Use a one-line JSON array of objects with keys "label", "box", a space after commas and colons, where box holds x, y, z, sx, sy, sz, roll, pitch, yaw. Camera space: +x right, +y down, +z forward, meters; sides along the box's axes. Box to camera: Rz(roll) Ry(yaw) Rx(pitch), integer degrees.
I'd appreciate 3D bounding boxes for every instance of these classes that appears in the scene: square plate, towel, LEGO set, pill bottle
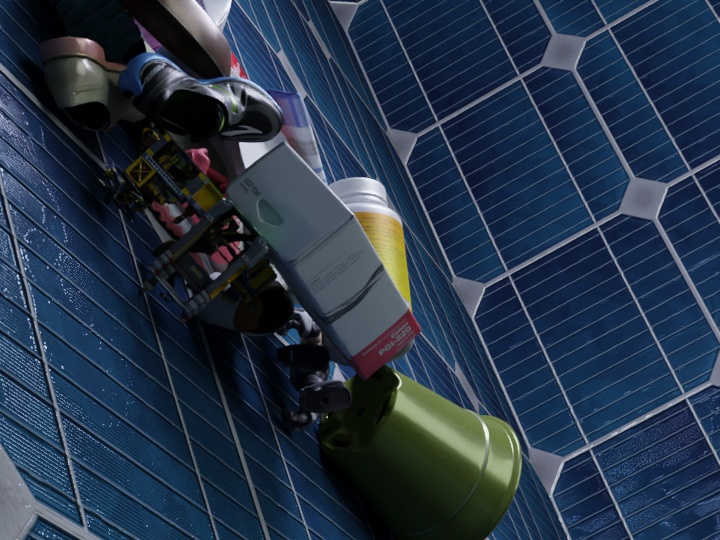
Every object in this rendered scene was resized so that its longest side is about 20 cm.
[{"label": "square plate", "box": [-0.110, -0.125, 1.747, 0.200, 0.028, 0.200, 50, 17, -50]}, {"label": "towel", "box": [-0.084, -0.122, 1.922, 0.146, 0.024, 0.202, 17, -54, 59]}, {"label": "LEGO set", "box": [-0.176, -0.027, 1.500, 0.200, 0.116, 0.154, 49, -10, -1]}, {"label": "pill bottle", "box": [0.000, 0.000, 1.807, 0.109, 0.108, 0.202, 46, 34, -59]}]

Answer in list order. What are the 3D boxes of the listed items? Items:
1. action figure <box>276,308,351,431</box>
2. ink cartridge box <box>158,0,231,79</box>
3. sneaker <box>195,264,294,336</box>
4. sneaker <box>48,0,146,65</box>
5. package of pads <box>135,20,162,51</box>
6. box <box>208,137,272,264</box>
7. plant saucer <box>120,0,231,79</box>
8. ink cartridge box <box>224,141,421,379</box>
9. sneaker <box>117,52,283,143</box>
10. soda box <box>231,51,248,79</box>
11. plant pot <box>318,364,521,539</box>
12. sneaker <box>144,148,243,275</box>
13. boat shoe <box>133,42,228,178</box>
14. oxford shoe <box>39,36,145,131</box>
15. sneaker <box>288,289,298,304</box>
[{"label": "action figure", "box": [-0.057, 0.105, 1.676, 0.200, 0.068, 0.132, 173, -94, -84]}, {"label": "ink cartridge box", "box": [-0.187, -0.246, 1.891, 0.201, 0.050, 0.162, 66, -34, 36]}, {"label": "sneaker", "box": [-0.101, 0.039, 1.656, 0.084, 0.074, 0.200, 19, 10, 13]}, {"label": "sneaker", "box": [-0.281, -0.272, 1.666, 0.201, 0.074, 0.088, 60, 4, -9]}, {"label": "package of pads", "box": [-0.274, -0.318, 1.817, 0.121, 0.075, 0.200, 61, 9, -21]}, {"label": "box", "box": [-0.140, -0.080, 1.817, 0.201, 0.081, 0.069, 61, 26, -19]}, {"label": "plant saucer", "box": [-0.200, -0.268, 1.622, 0.200, 0.035, 0.200, 42, -8, 7]}, {"label": "ink cartridge box", "box": [-0.036, -0.009, 1.563, 0.146, 0.085, 0.200, 47, -6, 42]}, {"label": "sneaker", "box": [-0.152, -0.154, 1.559, 0.199, 0.071, 0.083, 13, 36, -50]}, {"label": "soda box", "box": [-0.181, -0.214, 2.048, 0.064, 0.069, 0.201, 58, 10, -23]}, {"label": "plant pot", "box": [0.053, 0.209, 1.840, 0.190, 0.200, 0.201, 40, 19, -31]}, {"label": "sneaker", "box": [-0.150, -0.048, 1.679, 0.201, 0.086, 0.074, 55, 12, -38]}, {"label": "boat shoe", "box": [-0.221, -0.163, 1.719, 0.203, 0.063, 0.074, 60, 29, -5]}, {"label": "oxford shoe", "box": [-0.258, -0.167, 1.547, 0.200, 0.070, 0.075, 24, 59, -71]}, {"label": "sneaker", "box": [-0.117, -0.043, 1.949, 0.201, 0.075, 0.081, 59, -17, 15]}]
